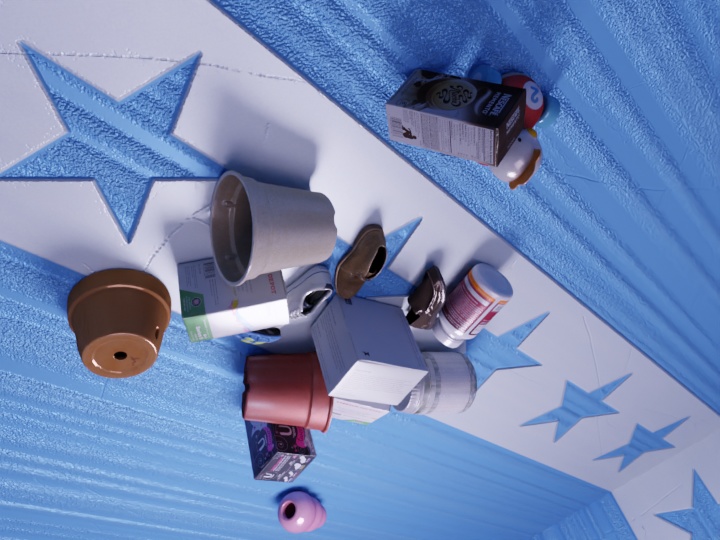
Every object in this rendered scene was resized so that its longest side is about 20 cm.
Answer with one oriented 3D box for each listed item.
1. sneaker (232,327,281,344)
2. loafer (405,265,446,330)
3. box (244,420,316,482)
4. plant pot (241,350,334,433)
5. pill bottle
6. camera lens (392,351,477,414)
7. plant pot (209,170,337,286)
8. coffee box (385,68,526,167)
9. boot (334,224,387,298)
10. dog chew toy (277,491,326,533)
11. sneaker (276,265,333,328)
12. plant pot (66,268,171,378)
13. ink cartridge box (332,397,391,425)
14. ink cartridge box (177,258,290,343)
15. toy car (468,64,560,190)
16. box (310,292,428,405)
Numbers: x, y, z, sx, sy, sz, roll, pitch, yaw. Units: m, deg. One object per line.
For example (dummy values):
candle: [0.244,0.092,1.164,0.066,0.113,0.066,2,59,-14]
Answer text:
sneaker: [-0.252,0.102,1.366,0.199,0.083,0.071,25,152,-27]
loafer: [0.148,0.073,1.496,0.071,0.073,0.200,-6,135,-15]
box: [-0.206,0.406,1.610,0.115,0.200,0.132,15,127,-33]
plant pot: [-0.175,0.278,1.512,0.195,0.201,0.201,5,132,-14]
pill bottle: [0.258,0.088,1.525,0.113,0.113,0.200,16,127,-32]
camera lens: [0.188,0.291,1.670,0.200,0.160,0.160,3,132,-24]
plant pot: [-0.152,-0.077,1.168,0.183,0.201,0.201,-3,136,-34]
coffee box: [0.157,-0.255,1.059,0.113,0.200,0.080,-53,149,-31]
boot: [0.000,0.000,1.368,0.074,0.076,0.200,5,133,-27]
dog chew toy: [-0.178,0.782,2.069,0.124,0.125,0.200,-32,144,12]
sneaker: [-0.138,0.072,1.391,0.073,0.071,0.200,26,121,-38]
plant pot: [-0.471,0.115,1.261,0.200,0.140,0.200,-10,135,-10]
ink cartridge box: [-0.017,0.314,1.595,0.145,0.084,0.200,15,154,-10]
ink cartridge box: [-0.249,0.047,1.269,0.200,0.145,0.088,-12,137,-9]
toy car: [0.275,-0.233,1.140,0.184,0.200,0.177,13,128,-31]
box: [0.016,0.180,1.464,0.200,0.199,0.131,15,127,-32]
